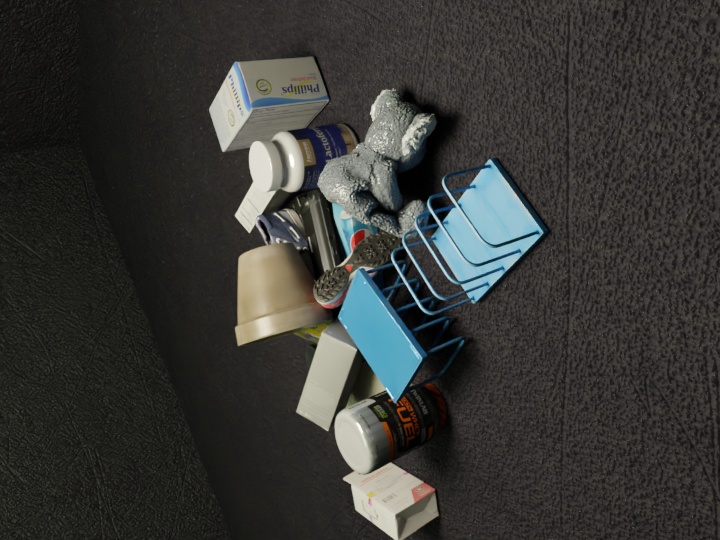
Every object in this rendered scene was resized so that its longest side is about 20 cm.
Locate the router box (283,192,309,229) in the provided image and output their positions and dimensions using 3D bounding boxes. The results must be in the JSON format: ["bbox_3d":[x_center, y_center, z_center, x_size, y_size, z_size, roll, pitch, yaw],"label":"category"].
[{"bbox_3d":[-0.122,-0.060,1.366,0.149,0.051,0.202,-29,81,57],"label":"router box"}]

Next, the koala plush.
[{"bbox_3d":[0.044,-0.187,0.969,0.201,0.182,0.178,-61,36,22],"label":"koala plush"}]

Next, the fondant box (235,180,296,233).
[{"bbox_3d":[-0.191,-0.183,1.326,0.058,0.144,0.200,48,145,-1],"label":"fondant box"}]

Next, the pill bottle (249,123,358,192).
[{"bbox_3d":[-0.108,-0.215,1.140,0.115,0.198,0.117,29,128,46],"label":"pill bottle"}]

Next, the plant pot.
[{"bbox_3d":[-0.170,0.044,1.189,0.199,0.198,0.176,-27,77,57],"label":"plant pot"}]

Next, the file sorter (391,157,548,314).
[{"bbox_3d":[0.152,-0.043,0.897,0.140,0.122,0.201,60,146,21],"label":"file sorter"}]

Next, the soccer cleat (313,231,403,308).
[{"bbox_3d":[0.000,0.000,1.126,0.068,0.199,0.073,51,179,26],"label":"soccer cleat"}]

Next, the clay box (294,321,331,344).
[{"bbox_3d":[-0.092,0.137,1.324,0.198,0.048,0.115,17,164,31],"label":"clay box"}]

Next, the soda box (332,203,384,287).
[{"bbox_3d":[-0.005,-0.062,1.180,0.068,0.064,0.203,15,117,53],"label":"soda box"}]

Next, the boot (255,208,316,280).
[{"bbox_3d":[-0.150,-0.047,1.279,0.201,0.090,0.073,53,137,24],"label":"boot"}]

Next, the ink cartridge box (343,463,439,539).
[{"bbox_3d":[0.061,0.491,1.279,0.199,0.115,0.068,10,112,56],"label":"ink cartridge box"}]

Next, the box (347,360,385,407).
[{"bbox_3d":[0.022,0.237,1.268,0.200,0.068,0.083,-39,71,55],"label":"box"}]

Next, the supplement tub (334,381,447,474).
[{"bbox_3d":[0.060,0.289,1.111,0.122,0.198,0.124,28,127,47],"label":"supplement tub"}]

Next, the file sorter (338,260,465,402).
[{"bbox_3d":[0.075,0.101,1.064,0.201,0.122,0.140,54,143,28],"label":"file sorter"}]

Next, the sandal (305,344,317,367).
[{"bbox_3d":[-0.082,0.217,1.320,0.200,0.048,0.076,5,104,57],"label":"sandal"}]

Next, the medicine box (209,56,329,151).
[{"bbox_3d":[-0.194,-0.346,1.229,0.200,0.181,0.104,-28,81,57],"label":"medicine box"}]

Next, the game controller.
[{"bbox_3d":[-0.080,-0.066,1.207,0.104,0.042,0.203,141,119,-63],"label":"game controller"}]

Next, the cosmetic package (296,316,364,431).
[{"bbox_3d":[-0.051,0.203,1.187,0.089,0.107,0.202,27,116,12],"label":"cosmetic package"}]
